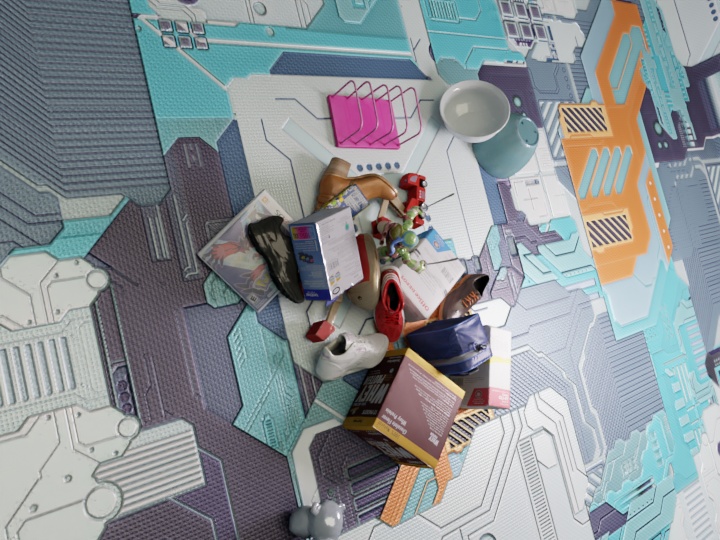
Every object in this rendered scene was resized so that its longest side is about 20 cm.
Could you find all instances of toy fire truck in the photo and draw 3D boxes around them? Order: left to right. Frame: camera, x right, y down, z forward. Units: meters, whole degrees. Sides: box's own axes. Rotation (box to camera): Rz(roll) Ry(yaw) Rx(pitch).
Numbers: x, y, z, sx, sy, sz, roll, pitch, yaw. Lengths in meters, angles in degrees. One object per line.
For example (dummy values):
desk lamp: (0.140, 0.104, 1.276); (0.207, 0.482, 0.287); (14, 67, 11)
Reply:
toy fire truck: (-0.088, 0.049, 1.338); (0.141, 0.049, 0.200); (45, 57, -18)
toy fire truck: (0.103, -0.170, 1.523); (0.141, 0.049, 0.201); (13, 71, -28)

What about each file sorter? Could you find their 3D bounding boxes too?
file sorter: (0.041, -0.399, 1.489); (0.200, 0.125, 0.139); (-6, 83, -34)

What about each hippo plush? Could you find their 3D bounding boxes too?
hippo plush: (-0.090, 0.546, 1.156); (0.159, 0.200, 0.161); (18, 60, -52)

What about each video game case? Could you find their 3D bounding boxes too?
video game case: (-0.215, -0.041, 1.257); (0.200, 0.023, 0.182); (-46, 106, -7)

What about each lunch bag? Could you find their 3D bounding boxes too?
lunch bag: (0.226, 0.192, 1.427); (0.136, 0.200, 0.133); (-19, 91, -39)

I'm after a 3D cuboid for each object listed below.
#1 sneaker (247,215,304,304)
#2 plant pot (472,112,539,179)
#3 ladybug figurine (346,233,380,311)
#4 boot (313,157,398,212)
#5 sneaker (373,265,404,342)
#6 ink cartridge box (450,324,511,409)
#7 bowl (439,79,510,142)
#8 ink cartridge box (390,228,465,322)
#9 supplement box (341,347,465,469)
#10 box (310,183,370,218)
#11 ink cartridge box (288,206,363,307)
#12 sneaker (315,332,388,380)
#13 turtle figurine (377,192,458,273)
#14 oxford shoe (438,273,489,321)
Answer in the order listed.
sneaker: (-0.158, -0.024, 1.229); (0.091, 0.076, 0.200); (-30, 105, -18)
plant pot: (0.455, -0.392, 1.752); (0.200, 0.135, 0.201); (8, 75, -32)
ladybug figurine: (0.000, 0.000, 1.371); (0.072, 0.136, 0.200); (1, 58, -11)
boot: (-0.013, -0.170, 1.434); (0.200, 0.074, 0.155); (21, 74, -14)
sneaker: (0.066, 0.099, 1.362); (0.078, 0.116, 0.200); (-6, 113, 4)
ink cartridge box: (0.308, 0.252, 1.498); (0.083, 0.145, 0.201); (15, 71, -30)
bowl: (0.324, -0.442, 1.683); (0.200, 0.090, 0.202); (-1, 67, 2)
ink cartridge box: (0.156, 0.013, 1.492); (0.147, 0.086, 0.200); (51, 59, -13)
supplement box: (0.102, 0.321, 1.356); (0.197, 0.133, 0.200); (39, 61, -20)
box: (-0.078, -0.115, 1.338); (0.200, 0.070, 0.064); (-38, 101, -9)
ink cartridge box: (-0.067, -0.022, 1.245); (0.136, 0.076, 0.201); (-33, 115, -52)
sneaker: (-0.009, 0.181, 1.332); (0.200, 0.075, 0.100); (-20, 134, -36)
turtle figurine: (0.124, -0.071, 1.370); (0.200, 0.194, 0.144); (-31, 104, -19)
oxford shoe: (0.279, 0.074, 1.565); (0.071, 0.072, 0.200); (49, 58, -15)
